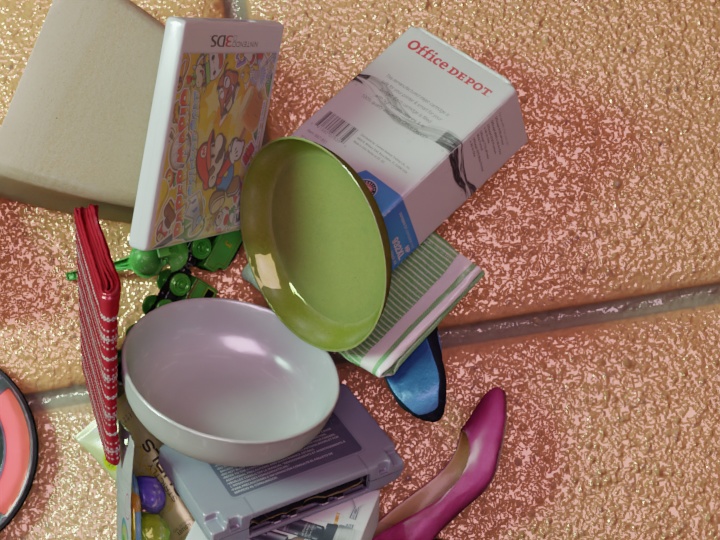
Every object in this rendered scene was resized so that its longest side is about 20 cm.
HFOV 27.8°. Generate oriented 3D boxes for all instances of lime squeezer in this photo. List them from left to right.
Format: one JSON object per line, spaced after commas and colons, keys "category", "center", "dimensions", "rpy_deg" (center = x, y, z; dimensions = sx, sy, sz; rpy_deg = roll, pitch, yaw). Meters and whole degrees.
{"category": "lime squeezer", "center": [-0.206, -0.007, 1.376], "dimensions": [0.071, 0.200, 0.038], "rpy_deg": [-32, 103, -34]}

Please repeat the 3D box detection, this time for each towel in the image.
{"category": "towel", "center": [-0.235, 0.057, 1.316], "dimensions": [0.022, 0.201, 0.145], "rpy_deg": [-7, 38, -17]}
{"category": "towel", "center": [0.000, 0.000, 1.386], "dimensions": [0.200, 0.023, 0.153], "rpy_deg": [37, 79, 31]}

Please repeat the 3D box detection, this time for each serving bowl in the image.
{"category": "serving bowl", "center": [-0.123, 0.111, 1.323], "dimensions": [0.199, 0.200, 0.066], "rpy_deg": [19, 124, 2]}

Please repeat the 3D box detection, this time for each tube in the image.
{"category": "tube", "center": [-0.187, 0.213, 1.386], "dimensions": [0.058, 0.052, 0.200], "rpy_deg": [-32, 78, -36]}

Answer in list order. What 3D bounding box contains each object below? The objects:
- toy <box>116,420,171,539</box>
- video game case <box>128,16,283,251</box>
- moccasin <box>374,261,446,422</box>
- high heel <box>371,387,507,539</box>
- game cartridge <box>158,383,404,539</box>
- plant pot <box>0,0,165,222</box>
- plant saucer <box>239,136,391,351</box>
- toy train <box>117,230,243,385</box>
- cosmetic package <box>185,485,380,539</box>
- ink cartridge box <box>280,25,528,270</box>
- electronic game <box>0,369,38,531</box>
{"category": "toy", "center": [-0.200, 0.247, 1.332], "dimensions": [0.047, 0.115, 0.201], "rpy_deg": [4, 93, -17]}
{"category": "video game case", "center": [-0.135, -0.125, 1.300], "dimensions": [0.023, 0.182, 0.201], "rpy_deg": [18, 105, 21]}
{"category": "moccasin", "center": [0.036, 0.057, 1.396], "dimensions": [0.080, 0.068, 0.201], "rpy_deg": [-14, 58, 10]}
{"category": "high heel", "center": [0.071, 0.196, 1.377], "dimensions": [0.096, 0.067, 0.201], "rpy_deg": [20, 85, -8]}
{"category": "game cartridge", "center": [-0.077, 0.172, 1.342], "dimensions": [0.199, 0.041, 0.133], "rpy_deg": [-17, 46, -26]}
{"category": "plant pot", "center": [-0.233, -0.143, 1.375], "dimensions": [0.176, 0.200, 0.201], "rpy_deg": [21, 82, -11]}
{"category": "plant saucer", "center": [-0.036, -0.026, 1.315], "dimensions": [0.031, 0.200, 0.201], "rpy_deg": [-21, 80, -38]}
{"category": "toy train", "center": [-0.174, 0.028, 1.409], "dimensions": [0.056, 0.042, 0.201], "rpy_deg": [35, 78, -33]}
{"category": "cosmetic package", "center": [-0.082, 0.264, 1.300], "dimensions": [0.150, 0.052, 0.200], "rpy_deg": [12, 42, 12]}
{"category": "ink cartridge box", "center": [0.038, -0.117, 1.381], "dimensions": [0.200, 0.084, 0.145], "rpy_deg": [-43, 55, -14]}
{"category": "electronic game", "center": [-0.408, 0.174, 1.391], "dimensions": [0.199, 0.042, 0.201], "rpy_deg": [0, 81, 0]}
